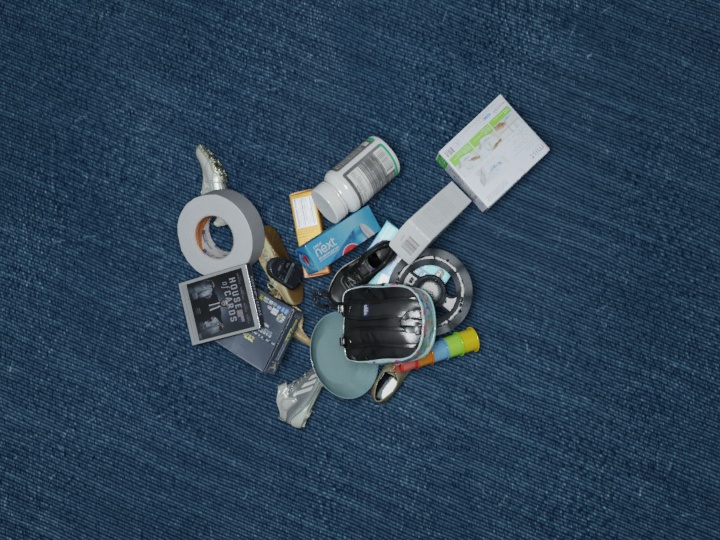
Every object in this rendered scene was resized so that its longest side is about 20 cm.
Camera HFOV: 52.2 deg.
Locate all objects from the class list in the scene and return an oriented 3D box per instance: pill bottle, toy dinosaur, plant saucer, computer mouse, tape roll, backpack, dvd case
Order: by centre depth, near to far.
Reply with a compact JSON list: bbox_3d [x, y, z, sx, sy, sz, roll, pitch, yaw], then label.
[{"bbox_3d":[0.069,0.117,1.606,0.197,0.150,0.181,-7,80,33],"label":"backpack"},{"bbox_3d":[-0.321,0.079,1.689,0.197,0.025,0.153,-15,87,25],"label":"dvd case"},{"bbox_3d":[-0.013,-0.208,1.695,0.200,0.113,0.113,-41,87,-16],"label":"pill bottle"},{"bbox_3d":[-0.134,0.032,1.698,0.199,0.034,0.059,34,69,-20],"label":"computer mouse"},{"bbox_3d":[-0.045,0.198,1.703,0.199,0.038,0.204,14,66,-36],"label":"plant saucer"},{"bbox_3d":[-0.324,-0.084,1.707,0.197,0.066,0.204,6,108,18],"label":"tape roll"},{"bbox_3d":[-0.171,0.137,1.737,0.101,0.058,0.201,-39,87,-1],"label":"toy dinosaur"}]

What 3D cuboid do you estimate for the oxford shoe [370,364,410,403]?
[{"bbox_3d":[0.090,0.225,1.717,0.070,0.075,0.202,27,89,2],"label":"oxford shoe"}]

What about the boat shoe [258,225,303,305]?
[{"bbox_3d":[-0.198,-0.005,1.744,0.062,0.073,0.202,-29,80,30],"label":"boat shoe"}]

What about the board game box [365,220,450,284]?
[{"bbox_3d":[0.101,0.003,1.739,0.199,0.047,0.152,36,90,3],"label":"board game box"}]

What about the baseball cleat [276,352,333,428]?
[{"bbox_3d":[-0.135,0.267,1.725,0.105,0.070,0.202,24,88,2],"label":"baseball cleat"}]

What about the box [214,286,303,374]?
[{"bbox_3d":[-0.246,0.125,1.703,0.198,0.051,0.159,27,90,31],"label":"box"}]

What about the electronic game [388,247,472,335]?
[{"bbox_3d":[0.160,0.049,1.691,0.196,0.042,0.204,0,89,10],"label":"electronic game"}]

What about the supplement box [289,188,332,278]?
[{"bbox_3d":[-0.117,-0.086,1.740,0.068,0.067,0.204,-9,87,4],"label":"supplement box"}]

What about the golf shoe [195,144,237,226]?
[{"bbox_3d":[-0.356,-0.200,1.750,0.096,0.078,0.202,-30,86,6],"label":"golf shoe"}]

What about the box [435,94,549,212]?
[{"bbox_3d":[0.308,-0.272,1.719,0.200,0.097,0.177,-43,88,-1],"label":"box"}]

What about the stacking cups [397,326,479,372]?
[{"bbox_3d":[0.175,0.183,1.696,0.197,0.060,0.062,-13,87,-17],"label":"stacking cups"}]

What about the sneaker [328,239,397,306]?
[{"bbox_3d":[0.000,0.000,1.675,0.200,0.088,0.076,-44,87,0],"label":"sneaker"}]

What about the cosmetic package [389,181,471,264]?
[{"bbox_3d":[0.159,-0.110,1.666,0.074,0.102,0.200,43,48,3],"label":"cosmetic package"}]

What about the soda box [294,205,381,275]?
[{"bbox_3d":[-0.050,-0.071,1.691,0.199,0.064,0.068,-35,99,-29],"label":"soda box"}]
